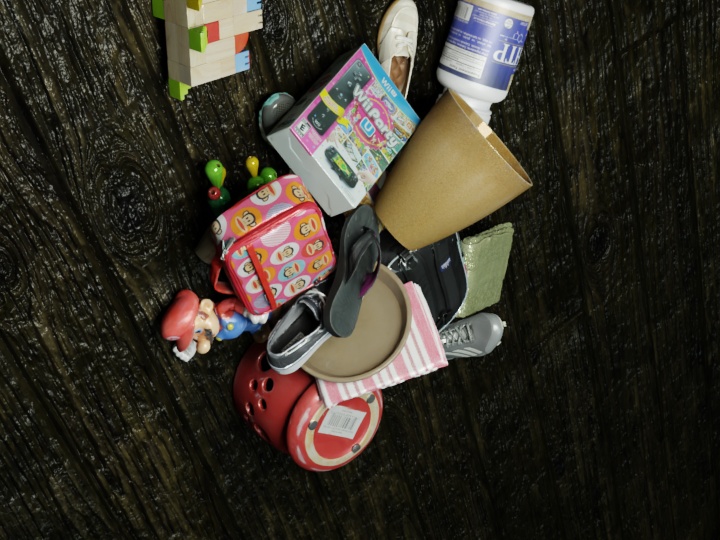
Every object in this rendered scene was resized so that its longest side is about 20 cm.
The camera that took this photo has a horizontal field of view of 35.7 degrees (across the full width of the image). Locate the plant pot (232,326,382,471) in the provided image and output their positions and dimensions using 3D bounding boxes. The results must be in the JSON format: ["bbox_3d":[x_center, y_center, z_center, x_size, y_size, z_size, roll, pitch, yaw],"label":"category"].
[{"bbox_3d":[-0.078,0.205,1.767,0.198,0.182,0.204,-19,126,-28],"label":"plant pot"}]

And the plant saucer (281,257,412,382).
[{"bbox_3d":[-0.020,0.075,1.662,0.200,0.200,0.030,-42,155,-12],"label":"plant saucer"}]

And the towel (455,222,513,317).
[{"bbox_3d":[0.211,-0.001,1.945,0.199,0.036,0.151,-22,124,-59],"label":"towel"}]

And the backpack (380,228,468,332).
[{"bbox_3d":[0.082,0.009,1.805,0.177,0.150,0.202,-40,127,-23],"label":"backpack"}]

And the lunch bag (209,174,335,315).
[{"bbox_3d":[-0.131,-0.027,1.552,0.174,0.082,0.201,-30,151,-8],"label":"lunch bag"}]

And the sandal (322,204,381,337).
[{"bbox_3d":[0.000,0.001,1.610,0.075,0.047,0.204,33,62,-43],"label":"sandal"}]

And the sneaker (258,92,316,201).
[{"bbox_3d":[-0.077,-0.171,1.620,0.077,0.091,0.201,-42,133,-13],"label":"sneaker"}]

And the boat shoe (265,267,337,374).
[{"bbox_3d":[-0.066,0.059,1.622,0.200,0.071,0.068,-45,156,-17],"label":"boat shoe"}]

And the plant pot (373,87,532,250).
[{"bbox_3d":[0.121,-0.129,1.645,0.200,0.188,0.186,-43,136,15],"label":"plant pot"}]

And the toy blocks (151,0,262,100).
[{"bbox_3d":[-0.186,-0.334,1.453,0.136,0.099,0.203,-26,128,-40],"label":"toy blocks"}]

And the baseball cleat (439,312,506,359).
[{"bbox_3d":[0.157,0.122,1.916,0.105,0.199,0.071,-4,74,-33],"label":"baseball cleat"}]

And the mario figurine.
[{"bbox_3d":[-0.204,0.092,1.653,0.197,0.106,0.125,-1,116,-40],"label":"mario figurine"}]

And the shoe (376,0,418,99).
[{"bbox_3d":[0.057,-0.306,1.681,0.069,0.053,0.204,-5,116,-37],"label":"shoe"}]

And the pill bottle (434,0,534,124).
[{"bbox_3d":[0.183,-0.325,1.728,0.118,0.119,0.203,3,112,-40],"label":"pill bottle"}]

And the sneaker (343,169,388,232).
[{"bbox_3d":[0.001,-0.154,1.717,0.090,0.074,0.204,-47,131,-57],"label":"sneaker"}]

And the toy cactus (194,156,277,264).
[{"bbox_3d":[-0.169,-0.074,1.610,0.165,0.102,0.199,-47,145,6],"label":"toy cactus"}]

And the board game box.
[{"bbox_3d":[-0.020,-0.201,1.589,0.148,0.064,0.201,50,54,-19],"label":"board game box"}]

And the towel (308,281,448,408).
[{"bbox_3d":[0.017,0.111,1.671,0.197,0.148,0.030,-19,151,-1],"label":"towel"}]

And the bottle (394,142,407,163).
[{"bbox_3d":[0.139,-0.163,1.806,0.198,0.084,0.066,12,116,-41],"label":"bottle"}]

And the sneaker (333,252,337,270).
[{"bbox_3d":[-0.055,0.025,1.761,0.080,0.089,0.202,-30,109,-1],"label":"sneaker"}]
